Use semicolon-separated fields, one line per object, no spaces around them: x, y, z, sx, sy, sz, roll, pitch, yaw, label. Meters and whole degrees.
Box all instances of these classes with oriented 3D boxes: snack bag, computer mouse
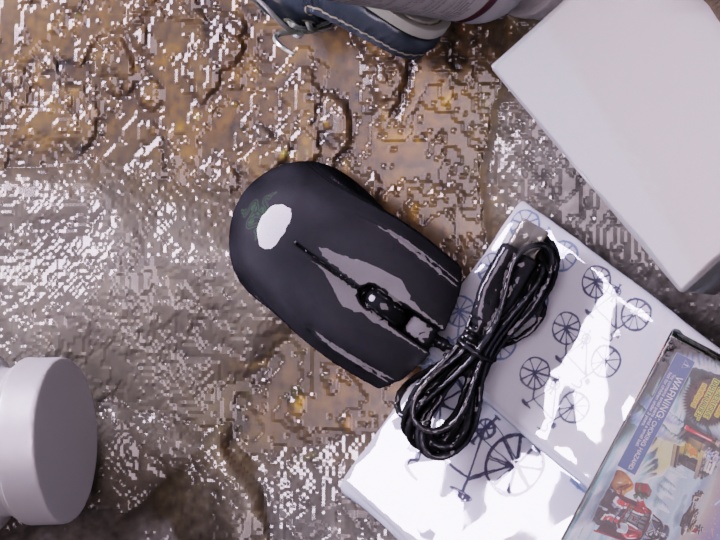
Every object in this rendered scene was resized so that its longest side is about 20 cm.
0.091;0.088;1.235;0.189;0.021;0.200;41;98;37;snack bag
0.000;0.000;1.265;0.200;0.053;0.139;31;94;29;computer mouse

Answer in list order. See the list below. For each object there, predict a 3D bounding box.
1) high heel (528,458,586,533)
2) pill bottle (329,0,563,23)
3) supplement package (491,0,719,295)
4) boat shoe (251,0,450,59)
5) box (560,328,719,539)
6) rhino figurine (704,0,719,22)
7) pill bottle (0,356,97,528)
0.130;0.192;1.231;0.096;0.067;0.201;-21;79;25;high heel
0.032;-0.188;1.203;0.109;0.199;0.110;-13;75;57;pill bottle
0.201;-0.108;1.179;0.200;0.151;0.152;-42;79;11;supplement package
-0.038;-0.165;1.288;0.200;0.075;0.062;33;114;19;boat shoe
0.169;0.149;1.150;0.137;0.040;0.200;27;98;6;box
0.215;-0.132;1.066;0.200;0.060;0.088;28;107;16;rhino figurine
-0.261;0.100;1.328;0.199;0.116;0.116;-3;87;16;pill bottle
